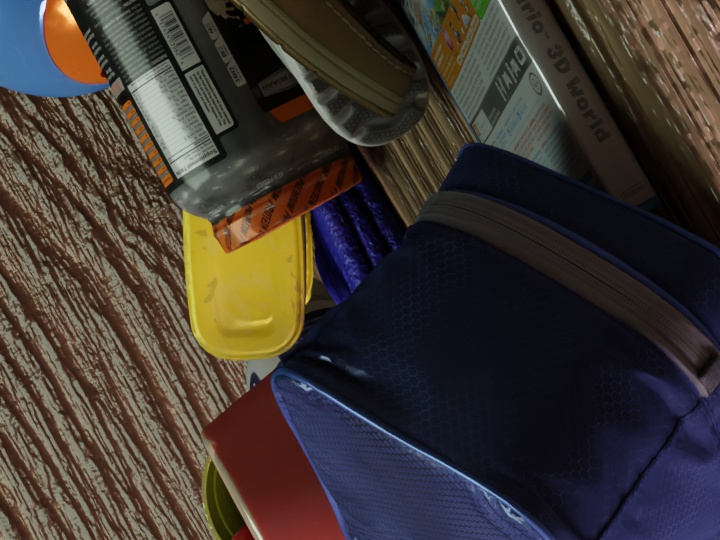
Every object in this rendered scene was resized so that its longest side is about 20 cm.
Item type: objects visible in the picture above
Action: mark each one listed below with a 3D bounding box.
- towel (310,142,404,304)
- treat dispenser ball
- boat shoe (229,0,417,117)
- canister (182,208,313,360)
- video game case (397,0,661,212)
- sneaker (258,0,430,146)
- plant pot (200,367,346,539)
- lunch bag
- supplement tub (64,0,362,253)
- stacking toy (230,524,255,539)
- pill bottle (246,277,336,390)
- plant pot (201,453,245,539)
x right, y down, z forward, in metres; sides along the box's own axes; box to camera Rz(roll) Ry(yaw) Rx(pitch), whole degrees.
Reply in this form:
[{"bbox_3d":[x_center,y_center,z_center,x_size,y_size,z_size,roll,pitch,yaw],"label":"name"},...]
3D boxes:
[{"bbox_3d":[0.000,0.000,1.240,0.148,0.049,0.200,58,172,18],"label":"towel"},{"bbox_3d":[-0.212,-0.220,1.272,0.201,0.201,0.201,60,172,13],"label":"treat dispenser ball"},{"bbox_3d":[-0.043,-0.149,0.785,0.200,0.066,0.074,43,-174,-13],"label":"boat shoe"},{"bbox_3d":[-0.078,-0.024,1.289,0.200,0.086,0.149,-97,5,-81],"label":"canister"},{"bbox_3d":[0.045,-0.096,0.715,0.200,0.018,0.143,61,173,6],"label":"video game case"},{"bbox_3d":[-0.040,-0.149,0.866,0.200,0.075,0.082,65,174,-12],"label":"sneaker"},{"bbox_3d":[0.027,0.103,0.952,0.201,0.177,0.200,60,173,12],"label":"plant pot"},{"bbox_3d":[0.072,0.059,0.660,0.136,0.132,0.200,31,158,28],"label":"lunch bag"},{"bbox_3d":[-0.087,-0.119,1.110,0.200,0.122,0.123,62,172,-2],"label":"supplement tub"},{"bbox_3d":[0.010,0.147,1.131,0.085,0.200,0.085,59,172,13],"label":"stacking toy"},{"bbox_3d":[-0.023,0.094,1.469,0.200,0.120,0.120,54,169,46],"label":"pill bottle"},{"bbox_3d":[-0.062,0.225,2.028,0.201,0.200,0.193,62,-176,-2],"label":"plant pot"}]
